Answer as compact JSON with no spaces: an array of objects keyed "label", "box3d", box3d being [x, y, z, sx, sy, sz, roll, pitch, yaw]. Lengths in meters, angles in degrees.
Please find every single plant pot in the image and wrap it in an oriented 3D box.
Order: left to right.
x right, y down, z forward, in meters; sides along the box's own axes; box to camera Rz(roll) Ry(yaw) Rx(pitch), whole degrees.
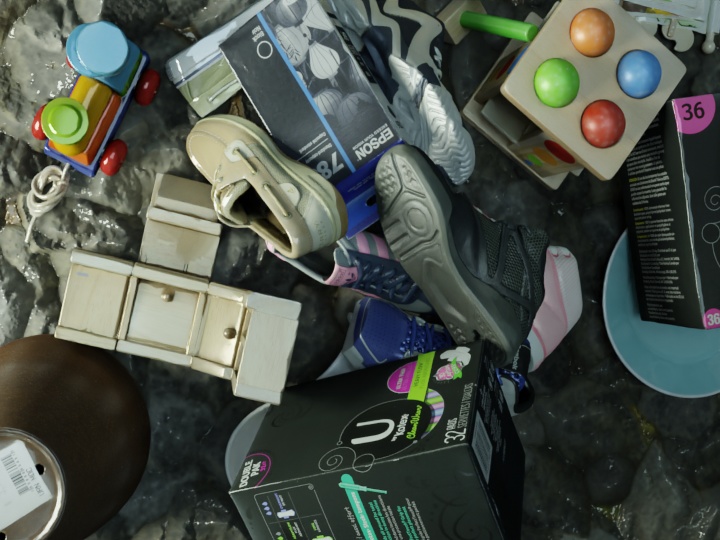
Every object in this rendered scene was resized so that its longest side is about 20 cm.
[{"label":"plant pot","box3d":[-0.270,0.155,0.746,0.183,0.200,0.192,0,90,-10]}]

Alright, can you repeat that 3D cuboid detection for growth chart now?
[{"label":"growth chart","box3d":[0.287,-0.310,0.927,0.196,0.018,0.148,18,88,-10]}]

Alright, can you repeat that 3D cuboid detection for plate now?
[{"label":"plate","box3d":[0.334,0.027,0.938,0.195,0.026,0.205,0,91,-9]}]

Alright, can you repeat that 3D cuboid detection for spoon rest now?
[{"label":"spoon rest","box3d":[-0.048,0.133,0.855,0.099,0.061,0.202,35,84,-8]}]

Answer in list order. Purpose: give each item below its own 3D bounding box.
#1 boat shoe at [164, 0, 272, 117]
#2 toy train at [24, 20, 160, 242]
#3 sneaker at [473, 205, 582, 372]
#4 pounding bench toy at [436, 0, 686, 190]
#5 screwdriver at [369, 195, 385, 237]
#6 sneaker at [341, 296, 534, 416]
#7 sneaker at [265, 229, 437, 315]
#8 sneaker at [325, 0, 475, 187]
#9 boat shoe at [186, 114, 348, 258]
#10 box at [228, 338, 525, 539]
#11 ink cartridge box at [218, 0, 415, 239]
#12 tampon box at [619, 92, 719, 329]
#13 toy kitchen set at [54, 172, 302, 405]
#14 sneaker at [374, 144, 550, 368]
[{"label":"boat shoe","box3d":[-0.084,-0.216,0.846,0.198,0.072,0.063,-32,109,2]},{"label":"toy train","box3d":[-0.248,-0.114,0.787,0.083,0.116,0.203,26,86,-9]},{"label":"sneaker","box3d":[0.138,-0.013,0.883,0.104,0.075,0.202,-34,89,-22]},{"label":"pounding bench toy","box3d":[0.164,-0.188,0.837,0.199,0.156,0.125,38,85,-8]},{"label":"screwdriver","box3d":[-0.003,-0.101,0.873,0.029,0.028,0.202,-36,101,-36]},{"label":"sneaker","box3d":[0.088,0.077,0.828,0.198,0.114,0.082,35,48,-26]},{"label":"sneaker","box3d":[0.000,0.000,0.842,0.197,0.082,0.071,24,118,-6]},{"label":"sneaker","box3d":[0.056,-0.175,0.832,0.200,0.080,0.129,48,42,10]},{"label":"boat shoe","box3d":[-0.096,-0.072,0.781,0.064,0.199,0.073,-31,139,-30]},{"label":"box","box3d":[0.020,0.164,0.742,0.196,0.149,0.126,-16,111,20]},{"label":"ink cartridge box","box3d":[-0.029,-0.134,0.781,0.099,0.039,0.202,-33,90,17]},{"label":"tampon box","box3d":[0.341,-0.060,0.860,0.147,0.126,0.205,-9,92,-10]},{"label":"toy kitchen set","box3d":[-0.149,0.000,0.775,0.196,0.180,0.167,13,88,-9]},{"label":"sneaker","box3d":[0.091,-0.029,0.781,0.114,0.076,0.201,-42,101,-40]}]
